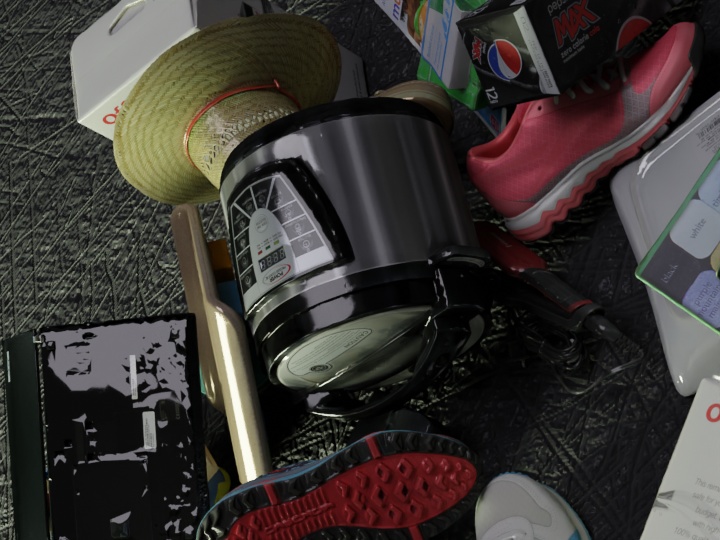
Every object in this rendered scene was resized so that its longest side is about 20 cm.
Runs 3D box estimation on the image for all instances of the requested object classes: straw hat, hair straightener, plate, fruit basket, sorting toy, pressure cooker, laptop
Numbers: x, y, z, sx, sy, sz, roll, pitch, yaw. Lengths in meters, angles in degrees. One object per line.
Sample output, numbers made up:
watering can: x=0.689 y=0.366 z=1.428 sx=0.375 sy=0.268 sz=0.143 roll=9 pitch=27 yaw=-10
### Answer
straw hat: x=-0.079 y=-0.092 z=1.637 sx=0.201 sy=0.201 sz=0.085 roll=-49 pitch=56 yaw=16
hair straightener: x=0.128 y=0.033 z=1.538 sx=0.200 sy=0.041 sz=0.077 roll=33 pitch=125 yaw=48
plate: x=0.252 y=-0.048 z=1.445 sx=0.199 sy=0.032 sz=0.201 roll=-38 pitch=44 yaw=28
fruit basket: x=0.062 y=-0.219 z=1.644 sx=0.200 sy=0.093 sz=0.186 roll=48 pitch=146 yaw=33
sorting toy: x=-0.094 y=0.066 z=1.620 sx=0.036 sy=0.186 sz=0.200 roll=-14 pitch=26 yaw=-8
pressure cooker: x=0.003 y=0.000 z=1.532 sx=0.178 sy=0.176 sz=0.201 roll=-13 pitch=70 yaw=-4
laptop: x=-0.197 y=0.130 z=1.677 sx=0.199 sy=0.103 sz=0.178 roll=-6 pitch=85 yaw=15

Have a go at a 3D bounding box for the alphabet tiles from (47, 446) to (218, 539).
alphabet tiles: x=-0.171 y=0.188 z=1.675 sx=0.167 sy=0.008 sz=0.200 roll=-50 pitch=47 yaw=15

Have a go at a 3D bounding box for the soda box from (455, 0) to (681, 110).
soda box: x=0.154 y=-0.184 z=1.513 sx=0.063 sy=0.071 sz=0.200 roll=-9 pitch=21 yaw=45

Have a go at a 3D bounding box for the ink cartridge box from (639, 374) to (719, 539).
ink cartridge box: x=0.240 y=0.178 z=1.290 sx=0.146 sy=0.083 sz=0.201 roll=15 pitch=81 yaw=50

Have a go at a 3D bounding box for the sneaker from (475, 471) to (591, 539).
sneaker: x=0.105 y=0.213 z=1.422 sx=0.076 sy=0.081 sz=0.201 roll=-37 pitch=44 yaw=30

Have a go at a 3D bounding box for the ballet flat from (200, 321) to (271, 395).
ballet flat: x=-0.068 y=0.039 z=1.715 sx=0.067 sy=0.068 sz=0.200 roll=-46 pitch=1 yaw=-39

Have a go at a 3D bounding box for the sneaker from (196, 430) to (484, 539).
sneaker: x=-0.014 y=0.148 z=1.505 sx=0.199 sy=0.080 sz=0.096 roll=-14 pitch=10 yaw=6

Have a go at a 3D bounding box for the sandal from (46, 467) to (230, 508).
sandal: x=-0.186 y=0.184 z=1.753 sx=0.199 sy=0.087 sz=0.080 roll=-12 pitch=58 yaw=41

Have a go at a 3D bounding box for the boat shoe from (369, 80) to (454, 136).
boat shoe: x=0.015 y=-0.107 z=1.682 sx=0.200 sy=0.072 sz=0.065 roll=-38 pitch=30 yaw=60

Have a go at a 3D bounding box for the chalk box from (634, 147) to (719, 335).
chalk box: x=0.250 y=-0.009 z=1.269 sx=0.124 sy=0.200 sz=0.125 roll=36 pitch=99 yaw=18

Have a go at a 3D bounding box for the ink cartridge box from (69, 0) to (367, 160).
ink cartridge box: x=-0.112 y=-0.145 z=1.764 sx=0.147 sy=0.200 sz=0.083 roll=-34 pitch=47 yaw=31

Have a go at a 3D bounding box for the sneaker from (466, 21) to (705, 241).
sneaker: x=0.153 y=-0.108 z=1.527 sx=0.200 sy=0.087 sz=0.074 roll=-45 pitch=15 yaw=21

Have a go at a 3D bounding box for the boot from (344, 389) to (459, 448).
boot: x=-0.027 y=0.175 z=1.596 sx=0.165 sy=0.066 sz=0.201 roll=27 pitch=93 yaw=42
